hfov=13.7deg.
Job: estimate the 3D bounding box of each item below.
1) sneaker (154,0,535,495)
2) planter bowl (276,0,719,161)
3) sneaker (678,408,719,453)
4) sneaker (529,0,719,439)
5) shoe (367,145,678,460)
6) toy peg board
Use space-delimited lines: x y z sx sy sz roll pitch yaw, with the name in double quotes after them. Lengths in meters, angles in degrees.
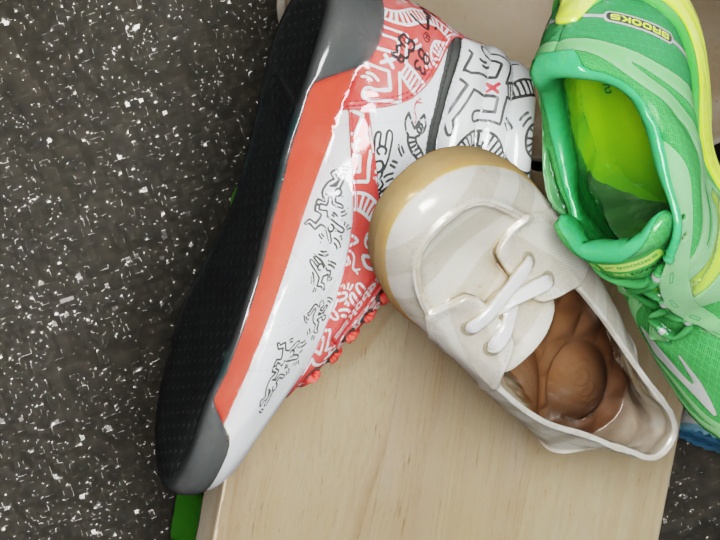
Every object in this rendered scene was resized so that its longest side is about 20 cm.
0.001 0.000 1.124 0.108 0.067 0.202 19 86 -24 "sneaker"
0.076 -0.145 1.177 0.200 0.200 0.135 15 65 -12 "planter bowl"
0.233 0.051 1.270 0.200 0.077 0.081 12 84 -16 "sneaker"
0.106 -0.013 1.103 0.084 0.074 0.200 -48 121 -43 "sneaker"
0.066 0.017 1.118 0.070 0.053 0.200 -49 143 -4 "shoe"
0.022 0.051 1.233 0.199 0.098 0.200 9 94 -27 "toy peg board"
